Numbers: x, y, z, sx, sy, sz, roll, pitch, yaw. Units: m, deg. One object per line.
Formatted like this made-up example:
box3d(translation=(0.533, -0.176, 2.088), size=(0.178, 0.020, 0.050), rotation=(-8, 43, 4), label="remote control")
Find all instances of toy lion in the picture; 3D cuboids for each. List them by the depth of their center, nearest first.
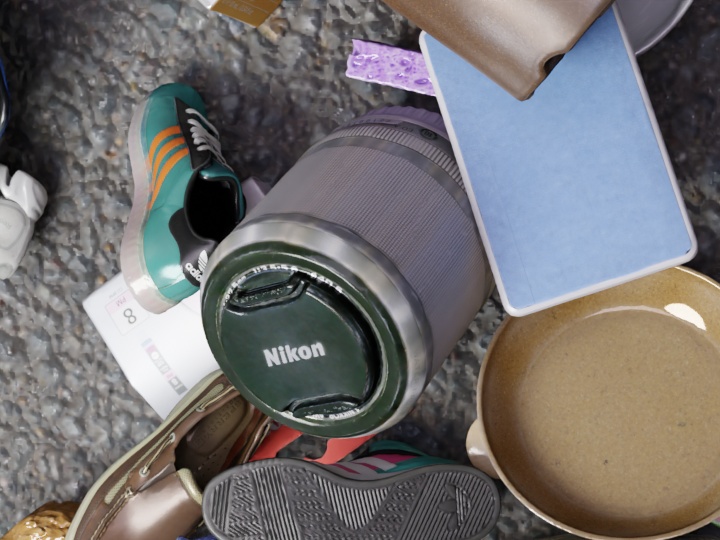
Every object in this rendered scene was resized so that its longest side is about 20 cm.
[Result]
box3d(translation=(0.201, 0.108, 1.284), size=(0.200, 0.069, 0.192), rotation=(37, 92, 10), label="toy lion")

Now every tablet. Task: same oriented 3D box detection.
box3d(translation=(0.126, -0.083, 1.199), size=(0.130, 0.014, 0.201), rotation=(-18, 81, 8), label="tablet")

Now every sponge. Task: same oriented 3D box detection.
box3d(translation=(0.098, -0.121, 1.273), size=(0.199, 0.112, 0.030), rotation=(15, 96, 12), label="sponge")

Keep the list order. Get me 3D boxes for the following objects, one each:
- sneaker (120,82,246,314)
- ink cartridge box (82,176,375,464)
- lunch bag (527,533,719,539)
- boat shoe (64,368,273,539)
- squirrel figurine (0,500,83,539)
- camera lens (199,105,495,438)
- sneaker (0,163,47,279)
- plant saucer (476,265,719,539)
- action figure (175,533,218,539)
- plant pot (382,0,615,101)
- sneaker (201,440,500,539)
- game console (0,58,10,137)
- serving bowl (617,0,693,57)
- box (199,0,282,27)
box3d(translation=(-0.114, -0.061, 1.301), size=(0.080, 0.071, 0.201), rotation=(-24, 45, 24), label="sneaker")
box3d(translation=(-0.083, 0.059, 1.351), size=(0.162, 0.057, 0.200), rotation=(-35, 79, 11), label="ink cartridge box")
box3d(translation=(0.116, 0.235, 1.187), size=(0.199, 0.164, 0.118), rotation=(1, 100, 24), label="lunch bag")
box3d(translation=(-0.130, 0.148, 1.278), size=(0.075, 0.075, 0.203), rotation=(42, 72, -21), label="boat shoe")
box3d(translation=(-0.210, 0.272, 1.342), size=(0.200, 0.142, 0.187), rotation=(-38, 89, 13), label="squirrel figurine")
box3d(translation=(0.000, 0.000, 1.230), size=(0.159, 0.200, 0.161), rotation=(15, 128, 20), label="camera lens")
box3d(translation=(-0.334, -0.036, 1.384), size=(0.199, 0.075, 0.081), rotation=(2, 68, 14), label="sneaker")
box3d(translation=(0.178, 0.088, 1.236), size=(0.199, 0.035, 0.201), rotation=(-4, 64, 9), label="plant saucer")
box3d(translation=(-0.043, 0.256, 1.270), size=(0.199, 0.193, 0.105), rotation=(27, 98, 11), label="action figure")
box3d(translation=(0.074, -0.222, 1.124), size=(0.198, 0.200, 0.200), rotation=(40, 99, -1), label="plant pot")
box3d(translation=(-0.012, 0.159, 1.290), size=(0.199, 0.121, 0.084), rotation=(2, 84, -7), label="sneaker")
box3d(translation=(-0.335, -0.134, 1.328), size=(0.170, 0.119, 0.201), rotation=(-15, 58, -5), label="game console")
box3d(translation=(0.142, -0.227, 1.282), size=(0.199, 0.066, 0.201), rotation=(-1, 87, 11), label="serving bowl")
box3d(translation=(-0.053, -0.278, 1.299), size=(0.098, 0.124, 0.200), rotation=(46, 100, 8), label="box")
